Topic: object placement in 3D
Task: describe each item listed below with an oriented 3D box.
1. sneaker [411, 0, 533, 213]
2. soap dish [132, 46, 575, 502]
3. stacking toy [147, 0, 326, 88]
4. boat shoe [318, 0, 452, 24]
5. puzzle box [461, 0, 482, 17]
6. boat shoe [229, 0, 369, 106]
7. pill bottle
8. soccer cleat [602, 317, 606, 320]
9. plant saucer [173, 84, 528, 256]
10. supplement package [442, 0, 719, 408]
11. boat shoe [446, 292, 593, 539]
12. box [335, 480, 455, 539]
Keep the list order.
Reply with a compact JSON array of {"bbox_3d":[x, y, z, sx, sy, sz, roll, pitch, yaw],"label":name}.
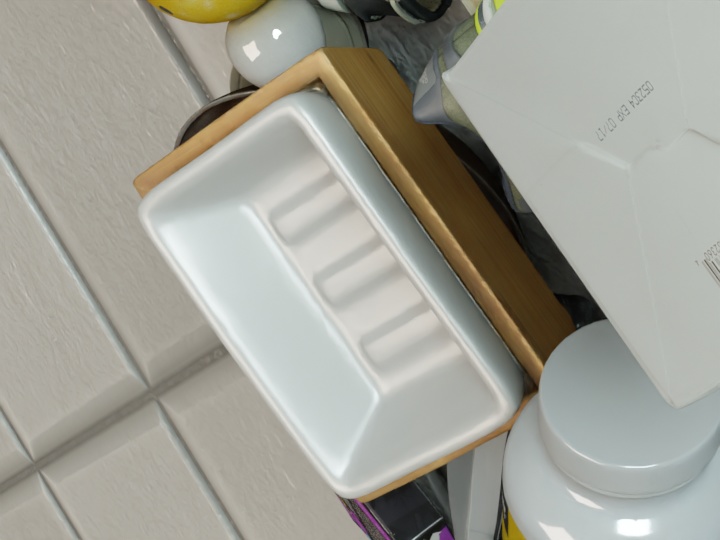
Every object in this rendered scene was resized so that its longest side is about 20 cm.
[{"bbox_3d":[0.103,-0.050,1.080,0.081,0.074,0.200,-34,123,30],"label":"sneaker"},{"bbox_3d":[0.000,0.000,1.251,0.157,0.081,0.201,-31,96,45],"label":"soap dish"},{"bbox_3d":[-0.077,-0.168,1.229,0.201,0.146,0.146,56,158,-20],"label":"stacking toy"},{"bbox_3d":[0.000,-0.178,1.183,0.060,0.076,0.200,15,165,20],"label":"boat shoe"},{"bbox_3d":[0.025,-0.176,1.084,0.200,0.025,0.133,52,-166,-38],"label":"puzzle box"},{"bbox_3d":[-0.029,-0.102,1.372,0.072,0.063,0.200,11,149,2],"label":"boat shoe"},{"bbox_3d":[0.119,0.113,1.178,0.112,0.112,0.201,43,155,30],"label":"pill bottle"},{"bbox_3d":[0.140,0.094,1.298,0.068,0.073,0.201,-91,10,-51],"label":"soccer cleat"},{"bbox_3d":[-0.002,-0.036,1.353,0.199,0.032,0.201,17,148,11],"label":"plant saucer"},{"bbox_3d":[0.168,-0.086,0.837,0.148,0.199,0.191,55,157,5],"label":"supplement package"},{"bbox_3d":[0.086,0.084,1.369,0.074,0.068,0.200,-101,13,-48],"label":"boat shoe"},{"bbox_3d":[0.021,0.147,1.539,0.143,0.036,0.200,49,172,32],"label":"box"}]
